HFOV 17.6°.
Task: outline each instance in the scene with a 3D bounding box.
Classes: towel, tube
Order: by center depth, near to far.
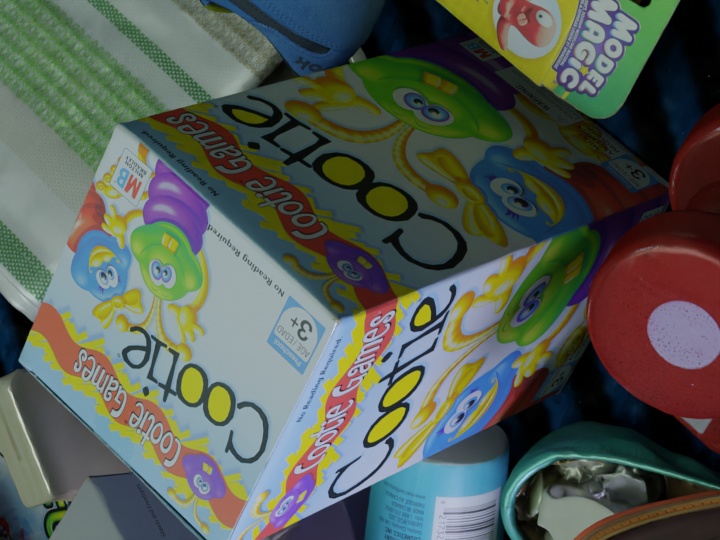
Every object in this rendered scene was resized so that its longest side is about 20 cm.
[{"bbox_3d":[-0.100,-0.096,0.904,0.200,0.031,0.149,-47,67,2],"label":"towel"},{"bbox_3d":[0.024,0.156,0.923,0.077,0.050,0.201,6,110,1],"label":"tube"}]

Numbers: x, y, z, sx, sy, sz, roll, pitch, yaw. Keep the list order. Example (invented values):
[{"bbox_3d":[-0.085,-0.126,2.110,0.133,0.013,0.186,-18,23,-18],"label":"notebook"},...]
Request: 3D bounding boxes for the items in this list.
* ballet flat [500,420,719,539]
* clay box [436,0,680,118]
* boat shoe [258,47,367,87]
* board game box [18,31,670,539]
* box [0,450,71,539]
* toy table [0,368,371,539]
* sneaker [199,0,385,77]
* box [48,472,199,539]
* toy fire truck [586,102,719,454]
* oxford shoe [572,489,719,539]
[{"bbox_3d":[0.132,0.105,0.811,0.200,0.070,0.068,16,112,34],"label":"ballet flat"},{"bbox_3d":[0.047,-0.155,0.817,0.200,0.048,0.115,42,127,21],"label":"clay box"},{"bbox_3d":[-0.084,-0.059,0.941,0.201,0.060,0.072,-7,99,40],"label":"boat shoe"},{"bbox_3d":[0.000,0.000,0.801,0.105,0.200,0.103,41,125,21],"label":"board game box"},{"bbox_3d":[-0.139,0.156,1.065,0.110,0.035,0.201,-15,93,40],"label":"box"},{"bbox_3d":[-0.078,0.113,0.952,0.184,0.117,0.200,-36,81,39],"label":"toy table"},{"bbox_3d":[-0.071,-0.142,0.847,0.200,0.066,0.079,41,130,23],"label":"sneaker"},{"bbox_3d":[-0.073,0.197,0.838,0.156,0.041,0.200,-56,51,35],"label":"box"},{"bbox_3d":[0.179,0.006,0.731,0.168,0.112,0.200,42,128,-2],"label":"toy fire truck"},{"bbox_3d":[0.161,0.113,0.731,0.199,0.073,0.071,5,99,2],"label":"oxford shoe"}]
